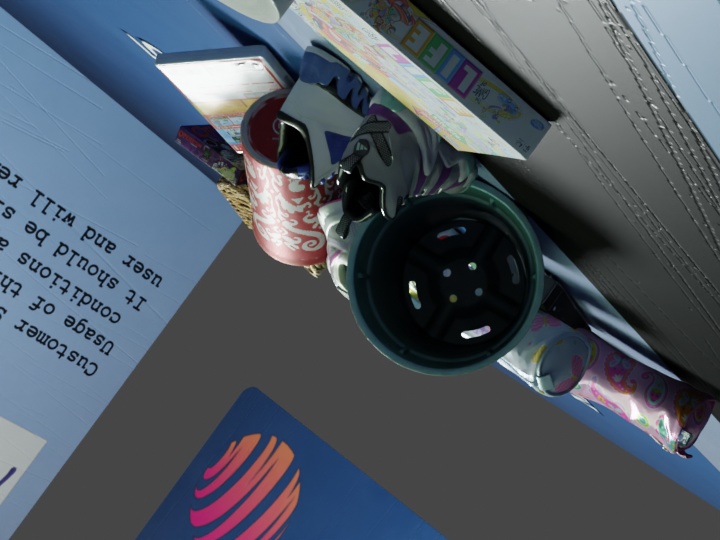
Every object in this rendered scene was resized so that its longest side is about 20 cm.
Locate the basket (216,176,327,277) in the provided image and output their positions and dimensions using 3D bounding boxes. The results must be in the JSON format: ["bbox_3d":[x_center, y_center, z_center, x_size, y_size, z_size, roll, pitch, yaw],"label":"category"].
[{"bbox_3d":[-0.091,-0.115,1.969,0.200,0.149,0.143,35,166,45],"label":"basket"}]

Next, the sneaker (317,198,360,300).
[{"bbox_3d":[0.000,0.000,1.584,0.200,0.081,0.088,66,-172,-58],"label":"sneaker"}]

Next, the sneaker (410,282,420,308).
[{"bbox_3d":[0.089,0.020,1.952,0.080,0.131,0.200,38,175,-9],"label":"sneaker"}]

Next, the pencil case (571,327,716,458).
[{"bbox_3d":[0.328,0.147,1.662,0.200,0.088,0.087,31,174,30],"label":"pencil case"}]

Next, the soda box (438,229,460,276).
[{"bbox_3d":[0.067,-0.047,1.847,0.068,0.063,0.200,37,176,-25],"label":"soda box"}]

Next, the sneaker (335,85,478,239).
[{"bbox_3d":[0.028,-0.081,1.252,0.078,0.140,0.200,33,174,30],"label":"sneaker"}]

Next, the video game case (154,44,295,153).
[{"bbox_3d":[-0.128,-0.195,1.591,0.143,0.017,0.200,0,154,26],"label":"video game case"}]

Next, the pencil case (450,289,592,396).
[{"bbox_3d":[0.180,0.077,1.634,0.200,0.091,0.083,29,132,48],"label":"pencil case"}]

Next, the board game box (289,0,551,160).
[{"bbox_3d":[0.037,-0.161,1.041,0.200,0.034,0.134,38,175,-19],"label":"board game box"}]

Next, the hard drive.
[{"bbox_3d":[0.206,0.025,1.706,0.140,0.038,0.200,34,176,30],"label":"hard drive"}]

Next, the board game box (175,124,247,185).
[{"bbox_3d":[-0.145,-0.163,1.882,0.120,0.032,0.200,32,-156,27],"label":"board game box"}]

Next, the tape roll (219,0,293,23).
[{"bbox_3d":[-0.115,-0.259,0.942,0.202,0.071,0.202,35,176,3],"label":"tape roll"}]

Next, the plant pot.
[{"bbox_3d":[0.100,0.010,1.464,0.200,0.200,0.196,35,-177,10],"label":"plant pot"}]

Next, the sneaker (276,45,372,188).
[{"bbox_3d":[-0.023,-0.124,1.372,0.081,0.115,0.199,33,175,46],"label":"sneaker"}]

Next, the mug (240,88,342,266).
[{"bbox_3d":[-0.055,-0.121,1.585,0.133,0.177,0.200,52,167,25],"label":"mug"}]
